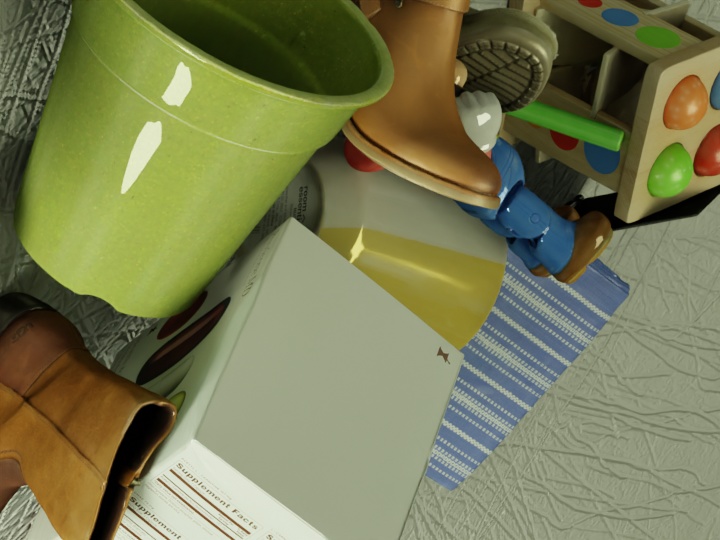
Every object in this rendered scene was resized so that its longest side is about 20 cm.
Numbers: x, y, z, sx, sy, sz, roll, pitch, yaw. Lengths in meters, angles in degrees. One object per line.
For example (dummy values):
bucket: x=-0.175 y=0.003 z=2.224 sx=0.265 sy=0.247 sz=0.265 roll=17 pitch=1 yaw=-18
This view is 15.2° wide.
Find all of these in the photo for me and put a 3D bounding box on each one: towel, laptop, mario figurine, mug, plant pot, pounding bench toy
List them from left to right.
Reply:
plant pot: x=-0.109 y=-0.081 z=1.569 sx=0.199 sy=0.200 sz=0.191 roll=-7 pitch=134 yaw=-51
mug: x=0.003 y=-0.010 z=1.773 sx=0.153 sy=0.187 sz=0.150 roll=18 pitch=120 yaw=-48
towel: x=0.083 y=0.051 z=1.893 sx=0.145 sy=0.024 sz=0.200 roll=34 pitch=102 yaw=-37
mario figurine: x=0.077 y=-0.082 z=1.719 sx=0.200 sy=0.123 sz=0.106 roll=37 pitch=48 yaw=-21
pounding bench toy: x=0.170 y=-0.117 z=1.914 sx=0.199 sy=0.156 sz=0.125 roll=-22 pitch=134 yaw=-42
laptop: x=0.181 y=0.007 z=2.018 sx=0.201 sy=0.115 sz=0.187 roll=-69 pitch=167 yaw=18

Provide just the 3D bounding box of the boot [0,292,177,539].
boot: x=-0.189 y=0.128 z=1.589 sx=0.068 sy=0.200 sz=0.189 roll=28 pitch=94 yaw=-38

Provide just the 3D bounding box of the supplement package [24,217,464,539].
supplement package: x=-0.073 y=0.115 z=1.632 sx=0.200 sy=0.147 sz=0.192 roll=-36 pitch=-157 yaw=42

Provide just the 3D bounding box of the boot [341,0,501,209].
boot: x=0.043 y=-0.142 z=1.615 sx=0.077 sy=0.200 sz=0.156 roll=20 pitch=108 yaw=-52

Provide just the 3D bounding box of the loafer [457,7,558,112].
loafer: x=0.073 y=-0.143 z=1.782 sx=0.075 sy=0.200 sz=0.069 roll=29 pitch=71 yaw=-17
